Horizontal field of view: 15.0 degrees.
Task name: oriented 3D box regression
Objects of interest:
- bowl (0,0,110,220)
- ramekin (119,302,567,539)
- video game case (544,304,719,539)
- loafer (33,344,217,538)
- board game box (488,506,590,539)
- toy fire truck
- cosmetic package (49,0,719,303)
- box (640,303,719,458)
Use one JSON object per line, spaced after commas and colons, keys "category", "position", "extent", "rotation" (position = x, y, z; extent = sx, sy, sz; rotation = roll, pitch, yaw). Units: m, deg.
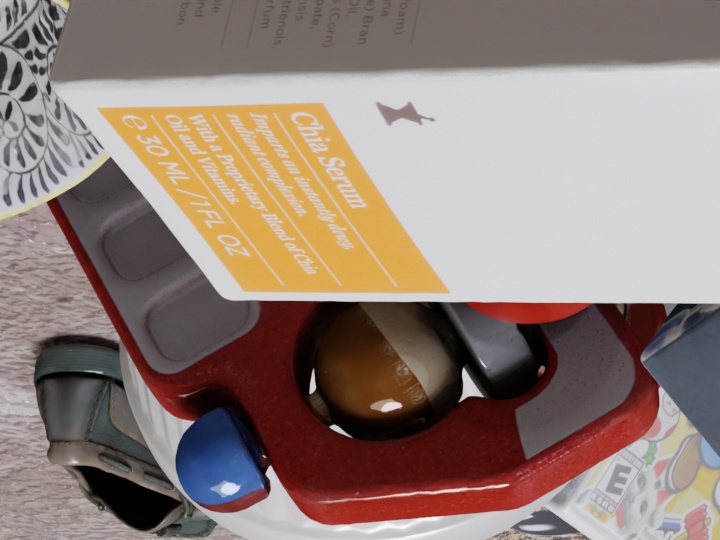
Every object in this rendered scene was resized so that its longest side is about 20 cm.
{"category": "bowl", "position": [-0.168, -0.089, 0.810], "extent": [0.200, 0.095, 0.201], "rotation": [-4, 158, -2]}
{"category": "ramekin", "position": [0.002, -0.001, 1.023], "extent": [0.199, 0.201, 0.105], "rotation": [0, 146, 8]}
{"category": "video game case", "position": [0.179, 0.060, 1.147], "extent": [0.023, 0.182, 0.200], "rotation": [30, 175, 46]}
{"category": "loafer", "position": [-0.121, 0.104, 1.395], "extent": [0.072, 0.063, 0.200], "rotation": [-4, 153, 16]}
{"category": "board game box", "position": [0.072, 0.049, 1.216], "extent": [0.200, 0.097, 0.159], "rotation": [-16, 147, 35]}
{"category": "toy fire truck", "position": [0.000, 0.000, 0.895], "extent": [0.168, 0.200, 0.112], "rotation": [-30, 150, -2]}
{"category": "cosmetic package", "position": [0.046, -0.045, 0.595], "extent": [0.199, 0.071, 0.101], "rotation": [-1, 151, 24]}
{"category": "box", "position": [0.192, -0.013, 0.781], "extent": [0.148, 0.200, 0.107], "rotation": [-38, 96, 34]}
